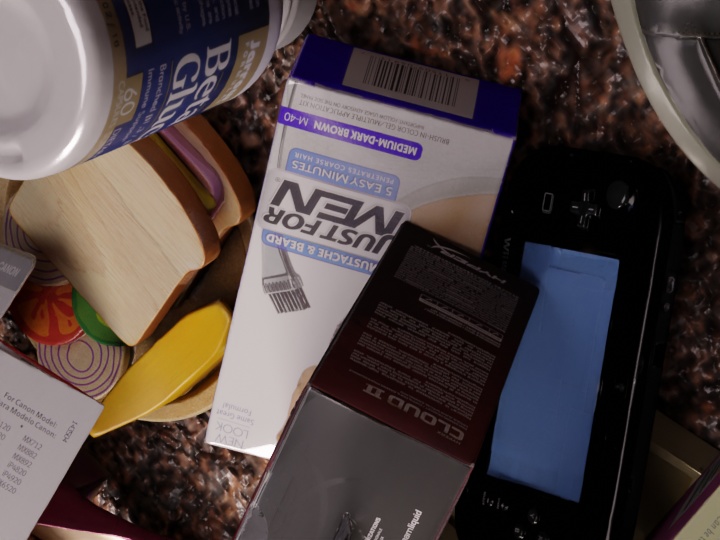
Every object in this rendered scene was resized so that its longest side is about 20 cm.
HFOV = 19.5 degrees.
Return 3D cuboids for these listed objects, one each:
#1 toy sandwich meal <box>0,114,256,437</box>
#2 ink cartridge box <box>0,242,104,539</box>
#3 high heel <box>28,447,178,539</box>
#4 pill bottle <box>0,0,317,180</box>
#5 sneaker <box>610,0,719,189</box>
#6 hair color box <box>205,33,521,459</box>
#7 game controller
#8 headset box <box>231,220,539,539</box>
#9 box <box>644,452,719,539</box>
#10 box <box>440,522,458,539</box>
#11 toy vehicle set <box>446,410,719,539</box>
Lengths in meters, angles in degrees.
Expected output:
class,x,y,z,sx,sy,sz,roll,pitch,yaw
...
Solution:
class,x,y,z,sx,sy,sz,roll,pitch,yaw
toy sandwich meal,-0.131,-0.005,1.104,0.204,0.070,0.207,12,113,29
ink cartridge box,-0.233,0.069,1.128,0.200,0.084,0.176,19,75,52
high heel,-0.132,0.175,1.155,0.200,0.096,0.068,35,123,18
pill bottle,-0.104,-0.119,0.965,0.110,0.200,0.112,12,114,29
sneaker,0.162,-0.128,0.865,0.106,0.075,0.201,-24,93,39
hair color box,0.000,0.000,1.004,0.109,0.065,0.201,15,119,1
game controller,0.093,0.046,0.956,0.104,0.042,0.201,12,93,42
headset box,0.001,0.089,0.897,0.077,0.200,0.149,25,115,1
box,0.209,0.177,0.918,0.200,0.097,0.176,38,122,7
box,0.039,0.196,1.028,0.200,0.078,0.095,39,124,15
toy vehicle set,0.085,0.138,1.044,0.124,0.026,0.201,34,122,18
